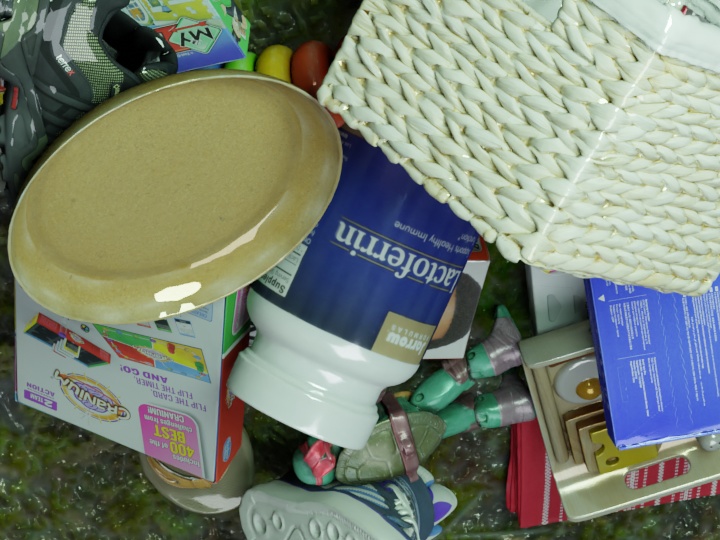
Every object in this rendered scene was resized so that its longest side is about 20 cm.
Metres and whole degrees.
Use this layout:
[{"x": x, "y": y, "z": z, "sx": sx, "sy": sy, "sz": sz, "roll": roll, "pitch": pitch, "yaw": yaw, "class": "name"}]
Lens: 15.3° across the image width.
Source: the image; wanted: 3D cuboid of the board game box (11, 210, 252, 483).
[{"x": -0.145, "y": 0.031, "z": 1.689, "sx": 0.153, "sy": 0.040, "sz": 0.200, "roll": 21, "pitch": 137, "yaw": 14, "class": "board game box"}]

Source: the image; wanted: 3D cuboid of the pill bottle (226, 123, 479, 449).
[{"x": 0.000, "y": 0.000, "z": 1.630, "sx": 0.116, "sy": 0.116, "sz": 0.200, "roll": 21, "pitch": 96, "yaw": -32, "class": "pill bottle"}]

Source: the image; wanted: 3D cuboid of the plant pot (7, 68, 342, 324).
[{"x": -0.107, "y": -0.045, "z": 1.511, "sx": 0.200, "sy": 0.028, "sz": 0.200, "roll": -18, "pitch": 143, "yaw": -14, "class": "plant pot"}]

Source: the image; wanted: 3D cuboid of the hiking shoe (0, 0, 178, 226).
[{"x": -0.151, "y": -0.093, "z": 1.491, "sx": 0.101, "sy": 0.076, "sz": 0.200, "roll": -1, "pitch": 138, "yaw": 1, "class": "hiking shoe"}]

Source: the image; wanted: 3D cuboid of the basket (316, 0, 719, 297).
[{"x": 0.121, "y": -0.105, "z": 1.469, "sx": 0.200, "sy": 0.198, "sz": 0.161, "roll": 8, "pitch": 117, "yaw": -51, "class": "basket"}]

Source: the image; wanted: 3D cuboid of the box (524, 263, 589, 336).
[{"x": 0.211, "y": -0.004, "z": 1.797, "sx": 0.200, "sy": 0.041, "sz": 0.156, "roll": -11, "pitch": 140, "yaw": -1, "class": "box"}]

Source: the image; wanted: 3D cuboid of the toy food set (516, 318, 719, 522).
[{"x": 0.194, "y": 0.094, "z": 1.823, "sx": 0.143, "sy": 0.060, "sz": 0.200, "roll": -18, "pitch": 140, "yaw": 1, "class": "toy food set"}]

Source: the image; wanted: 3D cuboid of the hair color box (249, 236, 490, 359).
[{"x": -0.025, "y": 0.005, "z": 1.738, "sx": 0.200, "sy": 0.061, "sz": 0.102, "roll": -1, "pitch": 138, "yaw": -12, "class": "hair color box"}]

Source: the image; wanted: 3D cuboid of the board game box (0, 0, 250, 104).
[{"x": -0.180, "y": -0.150, "z": 1.512, "sx": 0.200, "sy": 0.029, "sz": 0.135, "roll": -11, "pitch": 142, "yaw": 19, "class": "board game box"}]

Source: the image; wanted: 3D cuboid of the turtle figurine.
[{"x": 0.018, "y": 0.098, "z": 1.831, "sx": 0.200, "sy": 0.101, "sz": 0.150, "roll": -19, "pitch": 155, "yaw": -8, "class": "turtle figurine"}]

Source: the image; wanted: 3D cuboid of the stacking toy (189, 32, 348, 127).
[{"x": -0.059, "y": -0.098, "z": 1.570, "sx": 0.200, "sy": 0.085, "sz": 0.085, "roll": -15, "pitch": 141, "yaw": 19, "class": "stacking toy"}]

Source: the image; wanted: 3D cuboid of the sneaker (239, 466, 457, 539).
[{"x": 0.025, "y": 0.175, "z": 1.865, "sx": 0.146, "sy": 0.200, "sz": 0.081, "roll": -14, "pitch": 109, "yaw": -35, "class": "sneaker"}]

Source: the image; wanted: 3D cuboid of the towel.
[{"x": 0.206, "y": 0.125, "z": 1.964, "sx": 0.200, "sy": 0.023, "sz": 0.145, "roll": -9, "pitch": 138, "yaw": -5, "class": "towel"}]

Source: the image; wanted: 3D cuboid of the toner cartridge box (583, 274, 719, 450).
[{"x": 0.192, "y": 0.007, "z": 1.712, "sx": 0.095, "sy": 0.043, "sz": 0.200, "roll": -9, "pitch": 100, "yaw": -2, "class": "toner cartridge box"}]

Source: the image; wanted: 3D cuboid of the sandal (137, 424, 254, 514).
[{"x": -0.117, "y": 0.114, "z": 1.851, "sx": 0.080, "sy": 0.054, "sz": 0.200, "roll": -9, "pitch": 140, "yaw": -2, "class": "sandal"}]

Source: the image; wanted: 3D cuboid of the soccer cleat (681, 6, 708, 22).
[{"x": 0.212, "y": -0.183, "z": 1.580, "sx": 0.076, "sy": 0.067, "sz": 0.200, "roll": -13, "pitch": 146, "yaw": -47, "class": "soccer cleat"}]
